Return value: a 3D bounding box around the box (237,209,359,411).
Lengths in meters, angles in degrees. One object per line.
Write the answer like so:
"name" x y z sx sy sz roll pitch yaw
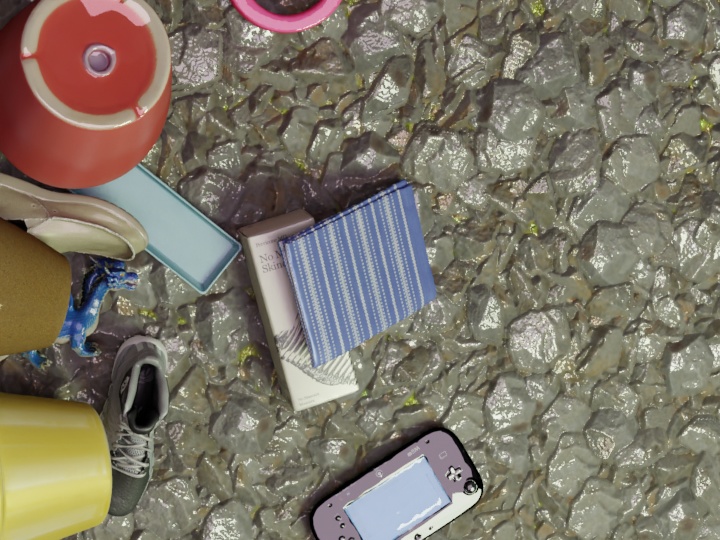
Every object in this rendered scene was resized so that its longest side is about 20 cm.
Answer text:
"box" -0.067 0.043 1.671 0.081 0.068 0.202 -18 104 -10

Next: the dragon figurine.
"dragon figurine" -0.328 0.045 1.611 0.198 0.059 0.101 -11 103 -12

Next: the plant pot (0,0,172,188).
"plant pot" -0.267 -0.190 1.500 0.198 0.177 0.203 2 85 -17

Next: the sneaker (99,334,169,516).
"sneaker" -0.245 0.175 1.626 0.074 0.115 0.202 8 98 -15

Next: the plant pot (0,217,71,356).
"plant pot" -0.389 0.014 1.488 0.198 0.186 0.188 13 97 -27

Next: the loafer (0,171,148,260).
"loafer" -0.318 -0.042 1.583 0.198 0.076 0.069 16 64 -7

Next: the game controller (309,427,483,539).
"game controller" 0.041 0.265 1.754 0.199 0.042 0.105 -32 106 -7

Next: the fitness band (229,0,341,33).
"fitness band" -0.081 -0.351 1.614 0.142 0.037 0.202 -7 101 -12

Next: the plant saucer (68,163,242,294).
"plant saucer" -0.222 -0.062 1.638 0.200 0.019 0.070 39 95 -16

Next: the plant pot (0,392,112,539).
"plant pot" -0.362 0.208 1.572 0.187 0.200 0.203 -4 101 -28

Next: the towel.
"towel" 0.000 0.000 1.661 0.199 0.024 0.146 -28 110 -39
